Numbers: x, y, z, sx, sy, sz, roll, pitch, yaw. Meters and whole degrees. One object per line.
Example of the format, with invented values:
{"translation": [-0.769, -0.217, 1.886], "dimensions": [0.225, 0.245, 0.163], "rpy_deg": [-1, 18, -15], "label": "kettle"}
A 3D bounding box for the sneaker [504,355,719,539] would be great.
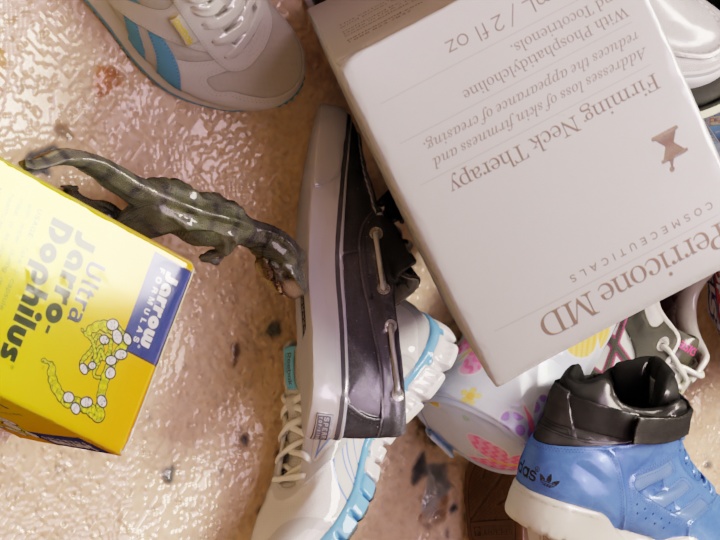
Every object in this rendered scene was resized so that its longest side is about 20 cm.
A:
{"translation": [0.185, 0.113, 1.403], "dimensions": [0.199, 0.077, 0.112], "rpy_deg": [14, 99, -29], "label": "sneaker"}

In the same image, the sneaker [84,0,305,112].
{"translation": [-0.095, -0.152, 1.282], "dimensions": [0.200, 0.080, 0.077], "rpy_deg": [39, 67, -35], "label": "sneaker"}

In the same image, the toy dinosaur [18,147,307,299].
{"translation": [-0.117, -0.034, 1.267], "dimensions": [0.199, 0.088, 0.048], "rpy_deg": [21, 80, -37], "label": "toy dinosaur"}

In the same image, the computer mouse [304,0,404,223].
{"translation": [0.018, -0.137, 1.397], "dimensions": [0.110, 0.044, 0.201], "rpy_deg": [-40, 116, -29], "label": "computer mouse"}

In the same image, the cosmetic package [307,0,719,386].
{"translation": [0.091, -0.080, 1.306], "dimensions": [0.166, 0.166, 0.201], "rpy_deg": [-27, 107, 0], "label": "cosmetic package"}

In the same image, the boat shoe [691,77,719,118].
{"translation": [0.172, -0.120, 1.501], "dimensions": [0.200, 0.073, 0.064], "rpy_deg": [-17, 106, -33], "label": "boat shoe"}

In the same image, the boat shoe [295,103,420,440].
{"translation": [0.000, 0.000, 1.336], "dimensions": [0.067, 0.072, 0.201], "rpy_deg": [3, 63, -9], "label": "boat shoe"}

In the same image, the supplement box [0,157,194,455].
{"translation": [-0.203, 0.004, 1.186], "dimensions": [0.199, 0.108, 0.110], "rpy_deg": [30, 74, -36], "label": "supplement box"}

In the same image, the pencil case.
{"translation": [0.110, 0.025, 1.446], "dimensions": [0.083, 0.090, 0.201], "rpy_deg": [47, 62, -35], "label": "pencil case"}

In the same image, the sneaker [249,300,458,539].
{"translation": [-0.025, 0.088, 1.367], "dimensions": [0.087, 0.075, 0.201], "rpy_deg": [44, 58, -25], "label": "sneaker"}

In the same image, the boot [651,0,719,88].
{"translation": [0.146, -0.175, 1.413], "dimensions": [0.199, 0.096, 0.074], "rpy_deg": [20, 70, -8], "label": "boot"}

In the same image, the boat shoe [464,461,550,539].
{"translation": [0.110, 0.207, 1.477], "dimensions": [0.072, 0.072, 0.202], "rpy_deg": [-2, 86, -40], "label": "boat shoe"}

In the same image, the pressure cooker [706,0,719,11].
{"translation": [0.243, -0.265, 1.485], "dimensions": [0.175, 0.178, 0.201], "rpy_deg": [28, 76, -33], "label": "pressure cooker"}

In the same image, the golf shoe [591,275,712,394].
{"translation": [0.168, 0.072, 1.473], "dimensions": [0.077, 0.088, 0.201], "rpy_deg": [33, 56, -39], "label": "golf shoe"}

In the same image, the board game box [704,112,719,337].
{"translation": [0.253, -0.011, 1.496], "dimensions": [0.061, 0.200, 0.202], "rpy_deg": [-9, 99, -2], "label": "board game box"}
